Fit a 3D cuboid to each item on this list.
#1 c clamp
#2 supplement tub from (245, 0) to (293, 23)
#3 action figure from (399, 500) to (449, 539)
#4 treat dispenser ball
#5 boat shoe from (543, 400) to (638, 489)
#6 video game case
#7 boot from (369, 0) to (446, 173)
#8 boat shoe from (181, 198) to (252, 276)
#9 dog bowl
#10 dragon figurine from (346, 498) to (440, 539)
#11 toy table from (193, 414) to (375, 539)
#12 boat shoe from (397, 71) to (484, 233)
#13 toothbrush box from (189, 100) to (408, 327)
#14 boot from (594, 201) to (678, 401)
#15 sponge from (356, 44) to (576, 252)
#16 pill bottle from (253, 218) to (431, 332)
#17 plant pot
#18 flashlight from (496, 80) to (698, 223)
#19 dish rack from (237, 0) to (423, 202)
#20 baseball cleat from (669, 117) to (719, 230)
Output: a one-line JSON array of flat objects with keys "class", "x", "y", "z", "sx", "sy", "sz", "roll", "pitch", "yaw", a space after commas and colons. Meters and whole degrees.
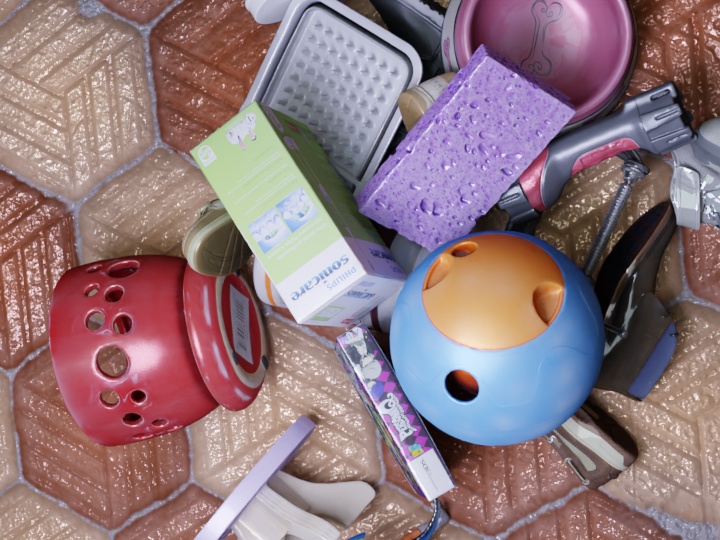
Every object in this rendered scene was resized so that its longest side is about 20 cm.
[{"class": "c clamp", "x": 0.227, "y": -0.048, "z": 1.395, "sx": 0.171, "sy": 0.027, "sz": 0.200, "roll": 18, "pitch": 87, "yaw": 38}, {"class": "supplement tub", "x": -0.105, "y": -0.372, "z": 1.447, "sx": 0.144, "sy": 0.144, "sz": 0.200, "roll": -32, "pitch": 84, "yaw": 18}, {"class": "action figure", "x": 0.057, "y": 0.371, "z": 1.484, "sx": 0.193, "sy": 0.105, "sz": 0.200, "roll": -46, "pitch": 55, "yaw": 21}, {"class": "treat dispenser ball", "x": 0.127, "y": 0.062, "z": 1.308, "sx": 0.200, "sy": 0.201, "sz": 0.201, "roll": 2, "pitch": 95, "yaw": 18}, {"class": "boat shoe", "x": 0.187, "y": 0.144, "z": 1.434, "sx": 0.202, "sy": 0.075, "sz": 0.075, "roll": 45, "pitch": 112, "yaw": 10}, {"class": "video game case", "x": 0.031, "y": 0.145, "z": 1.421, "sx": 0.036, "sy": 0.200, "sz": 0.181, "roll": -30, "pitch": 85, "yaw": -5}, {"class": "boot", "x": 0.022, "y": -0.195, "z": 1.468, "sx": 0.165, "sy": 0.066, "sz": 0.200, "roll": 38, "pitch": 110, "yaw": 14}, {"class": "boat shoe", "x": -0.136, "y": -0.051, "z": 1.458, "sx": 0.063, "sy": 0.201, "sz": 0.073, "roll": 23, "pitch": 119, "yaw": 17}, {"class": "dog bowl", "x": 0.179, "y": -0.227, "z": 1.372, "sx": 0.200, "sy": 0.074, "sz": 0.201, "roll": 0, "pitch": 93, "yaw": 1}, {"class": "dragon figurine", "x": 0.007, "y": 0.306, "z": 1.418, "sx": 0.200, "sy": 0.099, "sz": 0.059, "roll": -46, "pitch": 55, "yaw": 10}, {"class": "toy table", "x": -0.081, "y": 0.265, "z": 1.488, "sx": 0.117, "sy": 0.184, "sz": 0.200, "roll": 40, "pitch": 77, "yaw": 6}, {"class": "boat shoe", "x": 0.100, "y": -0.112, "z": 1.404, "sx": 0.069, "sy": 0.200, "sz": 0.074, "roll": -35, "pitch": 46, "yaw": -13}, {"class": "toothbrush box", "x": -0.056, "y": -0.051, "z": 1.346, "sx": 0.086, "sy": 0.146, "sz": 0.200, "roll": -37, "pitch": 77, "yaw": 12}, {"class": "boot", "x": 0.284, "y": 0.034, "z": 1.407, "sx": 0.097, "sy": 0.075, "sz": 0.200, "roll": 30, "pitch": 95, "yaw": -12}, {"class": "sponge", "x": 0.099, "y": -0.110, "z": 1.334, "sx": 0.111, "sy": 0.030, "sz": 0.200, "roll": 29, "pitch": 116, "yaw": -26}, {"class": "pill bottle", "x": 0.000, "y": 0.000, "z": 1.461, "sx": 0.200, "sy": 0.114, "sz": 0.114, "roll": 13, "pitch": 99, "yaw": 17}, {"class": "plant pot", "x": -0.210, "y": 0.074, "z": 1.495, "sx": 0.182, "sy": 0.200, "sz": 0.201, "roll": -14, "pitch": 90, "yaw": 15}, {"class": "flashlight", "x": 0.227, "y": -0.110, "z": 1.361, "sx": 0.200, "sy": 0.068, "sz": 0.068, "roll": -21, "pitch": 67, "yaw": 24}, {"class": "dish rack", "x": -0.030, "y": -0.168, "z": 1.436, "sx": 0.172, "sy": 0.044, "sz": 0.200, "roll": 35, "pitch": 110, "yaw": 22}, {"class": "baseball cleat", "x": 0.368, "y": -0.048, "z": 1.354, "sx": 0.106, "sy": 0.070, "sz": 0.200, "roll": -31, "pitch": 74, "yaw": 5}]
